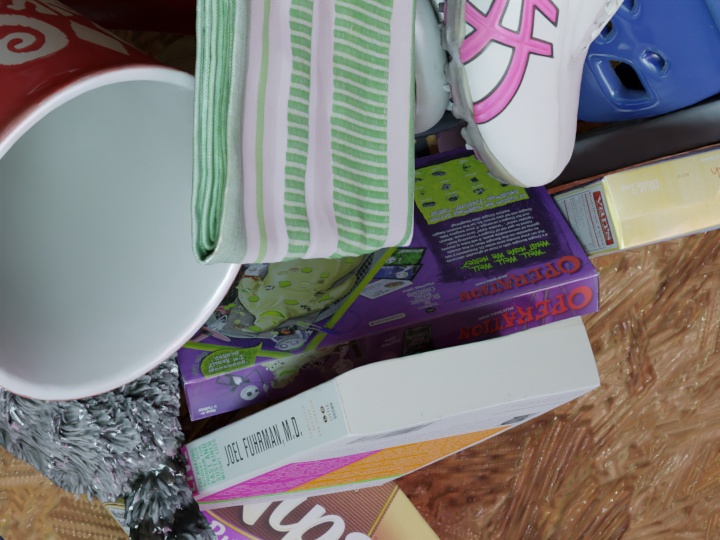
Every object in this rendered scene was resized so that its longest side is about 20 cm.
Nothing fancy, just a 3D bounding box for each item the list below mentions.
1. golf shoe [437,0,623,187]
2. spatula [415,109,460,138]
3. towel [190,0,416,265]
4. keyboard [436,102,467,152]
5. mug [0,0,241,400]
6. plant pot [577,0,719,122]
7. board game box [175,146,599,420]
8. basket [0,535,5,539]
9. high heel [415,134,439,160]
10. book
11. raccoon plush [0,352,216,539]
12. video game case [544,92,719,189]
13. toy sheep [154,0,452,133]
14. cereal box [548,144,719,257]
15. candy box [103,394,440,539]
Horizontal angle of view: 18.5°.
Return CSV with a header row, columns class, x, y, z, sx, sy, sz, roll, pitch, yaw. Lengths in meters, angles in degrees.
class,x,y,z,sx,sy,sz,roll,pitch,yaw
golf shoe,0.083,-0.126,0.946,0.073,0.092,0.201,-41,134,-53
spatula,-0.035,-0.054,1.062,0.199,0.056,0.021,-18,107,-28
towel,-0.016,-0.080,0.847,0.200,0.023,0.154,-2,95,-71
keyboard,0.089,-0.136,1.174,0.056,0.011,0.201,12,108,-41
mug,-0.134,-0.057,0.872,0.177,0.200,0.134,-6,120,-41
plant pot,0.178,-0.193,1.042,0.200,0.180,0.201,-37,114,-19
board game box,0.000,0.000,1.050,0.199,0.120,0.032,-14,126,-10
basket,-0.245,0.135,0.896,0.176,0.200,0.139,-45,139,-12
high heel,0.061,-0.015,1.184,0.199,0.071,0.143,7,109,-43
book,-0.001,0.072,1.015,0.133,0.200,0.048,-10,81,-32
raccoon plush,-0.145,0.074,0.970,0.133,0.201,0.097,-14,150,-28
video game case,0.201,-0.090,1.177,0.181,0.200,0.023,-23,95,-35
toy sheep,-0.009,-0.112,1.006,0.199,0.138,0.138,-25,132,-15
cereal box,0.160,-0.037,1.098,0.143,0.200,0.040,-14,89,-12
candy box,-0.026,0.152,1.148,0.117,0.056,0.200,-47,113,-26
